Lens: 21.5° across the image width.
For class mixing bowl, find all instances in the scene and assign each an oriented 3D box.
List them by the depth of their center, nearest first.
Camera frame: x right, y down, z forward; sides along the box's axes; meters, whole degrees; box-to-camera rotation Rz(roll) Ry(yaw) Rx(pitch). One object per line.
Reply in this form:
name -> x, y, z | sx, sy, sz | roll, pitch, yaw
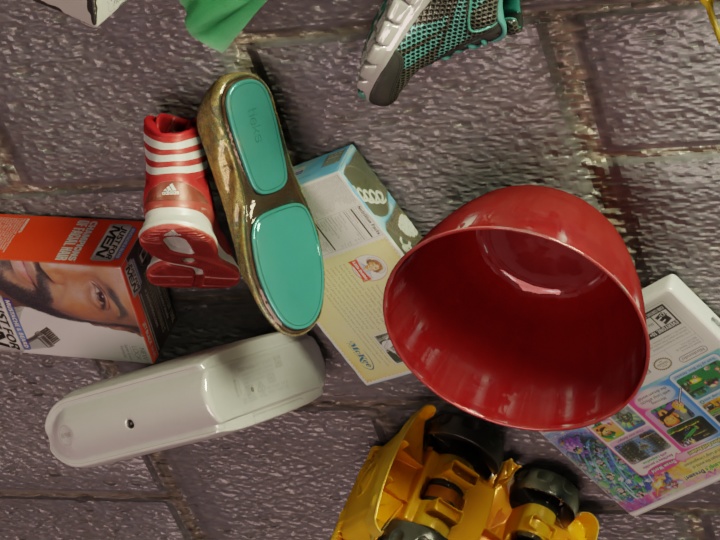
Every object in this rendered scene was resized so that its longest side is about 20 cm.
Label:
mixing bowl -> 0.125, 0.011, 1.398 | 0.199, 0.109, 0.201 | 11, 135, 12

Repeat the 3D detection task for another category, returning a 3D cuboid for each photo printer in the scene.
photo printer -> -0.151, 0.108, 1.575 | 0.199, 0.166, 0.070 | -16, 90, 35

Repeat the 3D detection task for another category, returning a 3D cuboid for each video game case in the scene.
video game case -> 0.231, 0.104, 1.503 | 0.182, 0.024, 0.200 | 42, 133, -18

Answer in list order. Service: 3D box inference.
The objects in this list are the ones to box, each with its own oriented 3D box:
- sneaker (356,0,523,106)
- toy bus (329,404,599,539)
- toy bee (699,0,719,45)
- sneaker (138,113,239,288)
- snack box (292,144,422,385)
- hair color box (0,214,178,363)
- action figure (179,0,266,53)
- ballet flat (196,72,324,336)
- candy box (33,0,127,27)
sneaker -> 0.063, -0.173, 1.278 | 0.091, 0.078, 0.200 | 26, 138, -7
toy bus -> 0.074, 0.231, 1.626 | 0.200, 0.136, 0.192 | 33, 149, -12
toy bee -> 0.219, -0.204, 1.154 | 0.200, 0.109, 0.131 | -27, 115, 39
sneaker -> -0.131, -0.056, 1.482 | 0.078, 0.116, 0.200 | 2, 166, -4
snack box -> 0.000, 0.000, 1.492 | 0.116, 0.037, 0.200 | -18, 122, 35
hair color box -> -0.266, 0.014, 1.602 | 0.199, 0.064, 0.111 | 2, 131, 20
action figure -> -0.063, -0.236, 1.283 | 0.200, 0.055, 0.118 | -23, 118, 42
ballet flat -> -0.077, -0.049, 1.419 | 0.070, 0.071, 0.201 | -11, 97, 31
candy box -> -0.230, -0.285, 1.271 | 0.167, 0.072, 0.200 | 24, 138, 21
